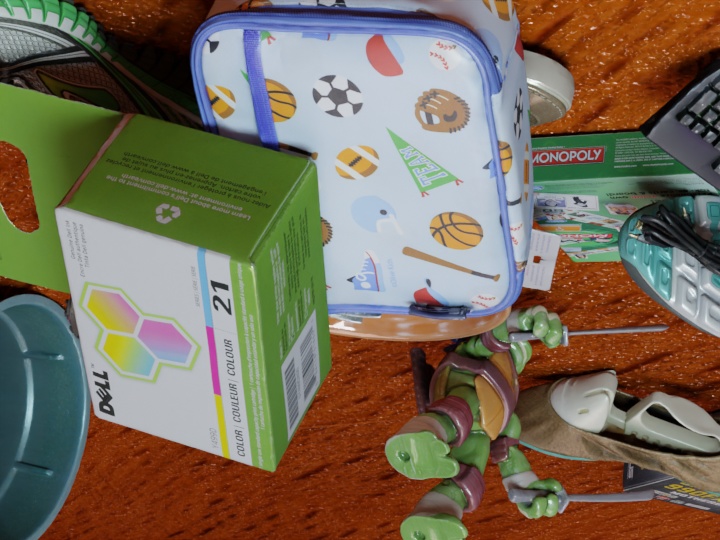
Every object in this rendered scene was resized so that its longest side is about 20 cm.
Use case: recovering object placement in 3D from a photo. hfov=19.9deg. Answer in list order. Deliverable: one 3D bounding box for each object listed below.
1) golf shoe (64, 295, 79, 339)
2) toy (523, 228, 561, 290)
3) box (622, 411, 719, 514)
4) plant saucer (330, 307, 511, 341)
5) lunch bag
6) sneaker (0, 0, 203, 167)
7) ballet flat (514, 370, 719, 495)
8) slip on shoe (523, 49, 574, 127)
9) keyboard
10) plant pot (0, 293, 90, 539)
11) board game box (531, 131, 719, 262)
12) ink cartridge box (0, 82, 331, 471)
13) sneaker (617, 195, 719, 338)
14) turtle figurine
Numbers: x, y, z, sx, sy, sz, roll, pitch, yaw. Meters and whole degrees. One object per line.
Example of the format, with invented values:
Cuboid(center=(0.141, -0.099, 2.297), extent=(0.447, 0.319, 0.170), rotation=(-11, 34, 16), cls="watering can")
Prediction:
Cuboid(center=(-0.147, 0.012, 1.349), extent=(0.092, 0.073, 0.200), rotation=(15, 164, 8), cls="golf shoe")
Cuboid(center=(0.018, -0.043, 1.178), extent=(0.199, 0.047, 0.115), rotation=(11, 166, 5), cls="toy")
Cuboid(center=(0.342, 0.169, 1.698), extent=(0.199, 0.049, 0.158), rotation=(15, 161, -23), cls="box")
Cuboid(center=(0.000, 0.000, 1.332), extent=(0.199, 0.038, 0.200), rotation=(7, 162, 2), cls="plant saucer")
Cuboid(center=(0.001, -0.058, 0.982), extent=(0.159, 0.076, 0.201), rotation=(3, 134, 12), cls="lunch bag")
Cuboid(center=(-0.155, -0.086, 1.050), extent=(0.199, 0.086, 0.078), rotation=(22, 157, -36), cls="sneaker")
Cuboid(center=(0.205, 0.114, 1.555), extent=(0.199, 0.068, 0.073), rotation=(17, 138, 6), cls="ballet flat")
Cuboid(center=(0.015, -0.073, 1.060), extent=(0.199, 0.061, 0.076), rotation=(-1, 160, 25), cls="slip on shoe")
Cuboid(center=(0.220, -0.026, 1.044), extent=(0.200, 0.021, 0.127), rotation=(32, 125, -24), cls="keyboard")
Cuboid(center=(-0.342, 0.106, 1.570), extent=(0.195, 0.201, 0.200), rotation=(7, 164, 26), cls="plant pot")
Cuboid(center=(0.192, -0.041, 1.143), extent=(0.199, 0.029, 0.135), rotation=(-2, 161, 25), cls="board game box")
Cuboid(center=(-0.121, -0.001, 0.994), extent=(0.199, 0.076, 0.148), rotation=(15, 138, 17), cls="ink cartridge box")
Cuboid(center=(0.211, 0.014, 1.146), extent=(0.199, 0.078, 0.091), rotation=(20, 162, -30), cls="sneaker")
Cuboid(center=(0.111, 0.105, 1.386), extent=(0.200, 0.194, 0.144), rotation=(34, 132, 9), cls="turtle figurine")
